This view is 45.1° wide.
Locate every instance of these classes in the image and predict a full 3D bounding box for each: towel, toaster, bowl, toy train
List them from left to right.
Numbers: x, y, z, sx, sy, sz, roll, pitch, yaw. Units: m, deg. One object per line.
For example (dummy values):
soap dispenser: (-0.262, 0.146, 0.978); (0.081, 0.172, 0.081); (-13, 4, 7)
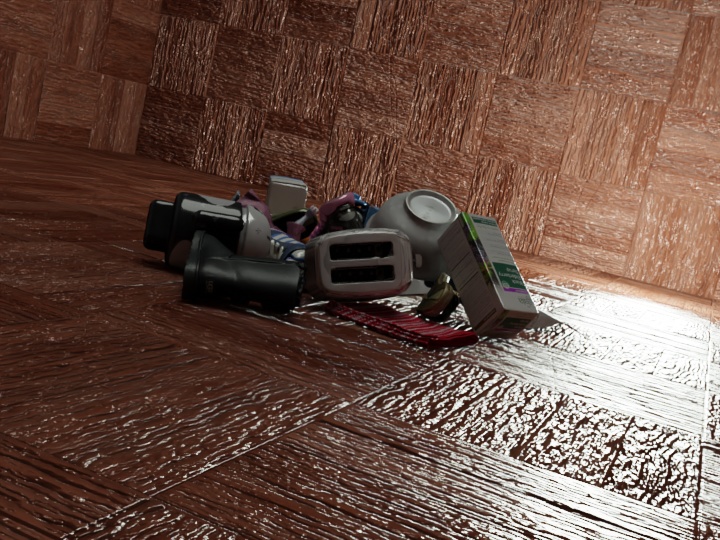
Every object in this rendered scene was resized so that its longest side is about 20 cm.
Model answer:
toaster: (-0.009, -0.009, 1.344); (0.199, 0.114, 0.129); (-2, -3, -9)
toy train: (0.008, -0.100, 1.744); (0.114, 0.087, 0.200); (22, 5, -6)
towel: (0.062, 0.077, 1.294); (0.200, 0.023, 0.144); (18, 8, 35)
bowl: (0.113, -0.081, 1.544); (0.200, 0.091, 0.201); (10, 40, -9)

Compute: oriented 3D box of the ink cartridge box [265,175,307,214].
ink cartridge box: (-0.178, -0.136, 1.986); (0.086, 0.147, 0.200); (10, 8, -7)

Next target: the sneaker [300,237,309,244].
sneaker: (-0.108, -0.049, 1.766); (0.077, 0.073, 0.200); (4, 2, 15)

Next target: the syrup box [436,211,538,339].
syrup box: (0.205, 0.009, 1.417); (0.079, 0.081, 0.200); (7, 48, -34)

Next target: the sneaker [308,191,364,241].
sneaker: (-0.032, -0.053, 1.495); (0.079, 0.096, 0.200); (-30, -14, -16)

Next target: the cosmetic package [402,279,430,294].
cosmetic package: (0.091, 0.013, 1.696); (0.082, 0.051, 0.200); (22, 12, 31)

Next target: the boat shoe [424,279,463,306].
boat shoe: (0.147, 0.009, 1.619); (0.200, 0.069, 0.084); (53, 9, 24)

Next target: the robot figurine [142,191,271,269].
robot figurine: (-0.243, -0.059, 1.393); (0.199, 0.125, 0.150); (10, 24, -14)

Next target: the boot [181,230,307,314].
boot: (-0.163, 0.004, 1.241); (0.167, 0.077, 0.200); (8, 15, -9)

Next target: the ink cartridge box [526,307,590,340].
ink cartridge box: (0.313, 0.084, 1.638); (0.200, 0.047, 0.160); (29, 4, -14)

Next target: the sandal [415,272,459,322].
sandal: (0.133, 0.052, 1.414); (0.054, 0.080, 0.200); (37, 3, -1)

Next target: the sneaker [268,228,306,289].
sneaker: (-0.134, -0.023, 1.465); (0.199, 0.081, 0.146); (19, 2, 1)

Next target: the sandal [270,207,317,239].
sandal: (-0.180, -0.083, 1.684); (0.200, 0.080, 0.057); (-9, 35, 3)

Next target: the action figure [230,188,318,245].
action figure: (-0.164, -0.059, 1.576); (0.200, 0.134, 0.149); (32, 37, 4)
